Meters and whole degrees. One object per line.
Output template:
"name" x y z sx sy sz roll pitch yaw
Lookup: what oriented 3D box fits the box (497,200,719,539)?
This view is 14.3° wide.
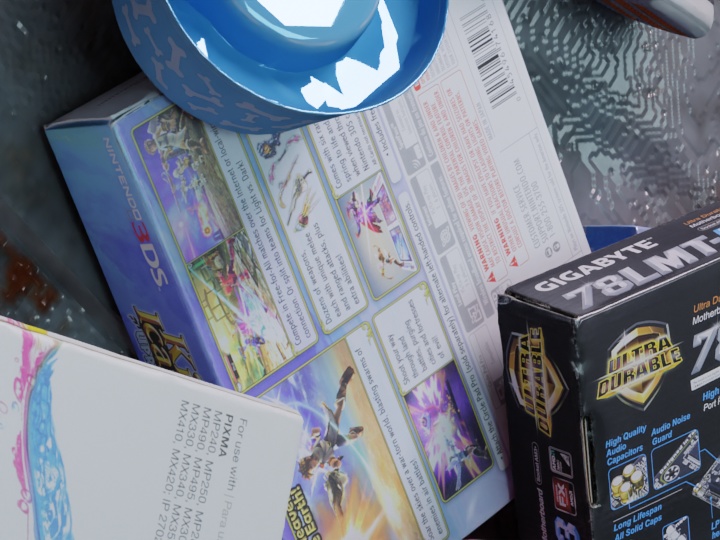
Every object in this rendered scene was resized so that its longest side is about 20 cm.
"box" 0.145 0.073 1.078 0.199 0.050 0.200 -23 115 -34

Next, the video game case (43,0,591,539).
"video game case" 0.000 0.000 1.017 0.181 0.045 0.201 -34 111 -37

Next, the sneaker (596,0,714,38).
"sneaker" 0.084 -0.172 1.064 0.200 0.077 0.113 26 89 -50

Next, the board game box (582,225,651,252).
"board game box" 0.164 0.066 1.167 0.199 0.036 0.152 6 86 -41

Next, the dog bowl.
"dog bowl" -0.038 -0.137 0.950 0.111 0.050 0.201 0 73 -32

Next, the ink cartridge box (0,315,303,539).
"ink cartridge box" -0.138 0.056 0.825 0.199 0.145 0.083 20 75 -39
